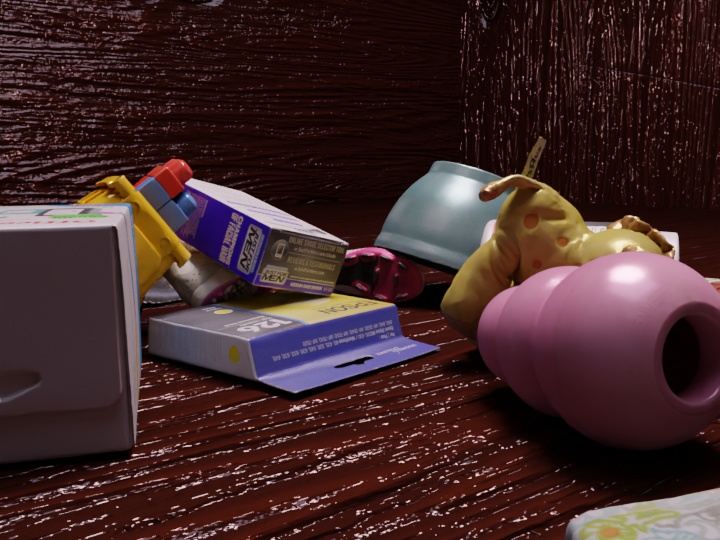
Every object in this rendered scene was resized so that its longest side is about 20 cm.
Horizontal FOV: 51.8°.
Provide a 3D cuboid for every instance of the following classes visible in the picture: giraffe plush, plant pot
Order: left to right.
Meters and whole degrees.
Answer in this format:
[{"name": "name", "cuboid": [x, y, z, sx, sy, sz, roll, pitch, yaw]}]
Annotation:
[{"name": "plant pot", "cuboid": [0.133, -0.064, 0.981, 0.200, 0.134, 0.200, 19, 0, 0]}, {"name": "giraffe plush", "cuboid": [0.191, 0.006, 0.641, 0.162, 0.200, 0.172, 30, 30, 35]}]

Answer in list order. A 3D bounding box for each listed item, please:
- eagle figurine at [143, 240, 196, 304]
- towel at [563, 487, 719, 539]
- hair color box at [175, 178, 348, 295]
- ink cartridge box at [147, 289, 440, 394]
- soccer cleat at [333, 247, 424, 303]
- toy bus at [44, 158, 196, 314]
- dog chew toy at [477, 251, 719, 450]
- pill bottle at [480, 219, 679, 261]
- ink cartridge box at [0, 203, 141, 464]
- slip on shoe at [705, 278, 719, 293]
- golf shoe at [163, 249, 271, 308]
[{"name": "eagle figurine", "cuboid": [-0.264, -0.014, 1.007, 0.200, 0.151, 0.152, -35, -23, -19]}, {"name": "towel", "cuboid": [0.186, 0.126, 0.241, 0.171, 0.048, 0.200, -6, 10, -16]}, {"name": "hair color box", "cuboid": [-0.121, -0.040, 0.791, 0.109, 0.065, 0.200, 10, 11, -47]}, {"name": "ink cartridge box", "cuboid": [-0.061, 0.057, 0.700, 0.200, 0.047, 0.198, 4, 8, 40]}, {"name": "soccer cleat", "cuboid": [0.000, 0.000, 0.979, 0.200, 0.070, 0.086, 4, 10, 27]}, {"name": "toy bus", "cuboid": [-0.248, -0.036, 0.741, 0.192, 0.136, 0.200, -45, 23, -16]}, {"name": "dog chew toy", "cuboid": [0.153, 0.050, 0.513, 0.124, 0.125, 0.200, -4, 1, -23]}, {"name": "pill bottle", "cuboid": [0.237, 0.003, 0.811, 0.200, 0.114, 0.114, 3, 9, 19]}, {"name": "ink cartridge box", "cuboid": [-0.235, 0.032, 0.524, 0.146, 0.146, 0.200, -3, 9, -15]}, {"name": "slip on shoe", "cuboid": [0.404, 0.038, 0.762, 0.200, 0.074, 0.061, -5, 32, -33]}, {"name": "golf shoe", "cuboid": [-0.153, 0.002, 0.846, 0.091, 0.075, 0.200, 36, 9, 10]}]
